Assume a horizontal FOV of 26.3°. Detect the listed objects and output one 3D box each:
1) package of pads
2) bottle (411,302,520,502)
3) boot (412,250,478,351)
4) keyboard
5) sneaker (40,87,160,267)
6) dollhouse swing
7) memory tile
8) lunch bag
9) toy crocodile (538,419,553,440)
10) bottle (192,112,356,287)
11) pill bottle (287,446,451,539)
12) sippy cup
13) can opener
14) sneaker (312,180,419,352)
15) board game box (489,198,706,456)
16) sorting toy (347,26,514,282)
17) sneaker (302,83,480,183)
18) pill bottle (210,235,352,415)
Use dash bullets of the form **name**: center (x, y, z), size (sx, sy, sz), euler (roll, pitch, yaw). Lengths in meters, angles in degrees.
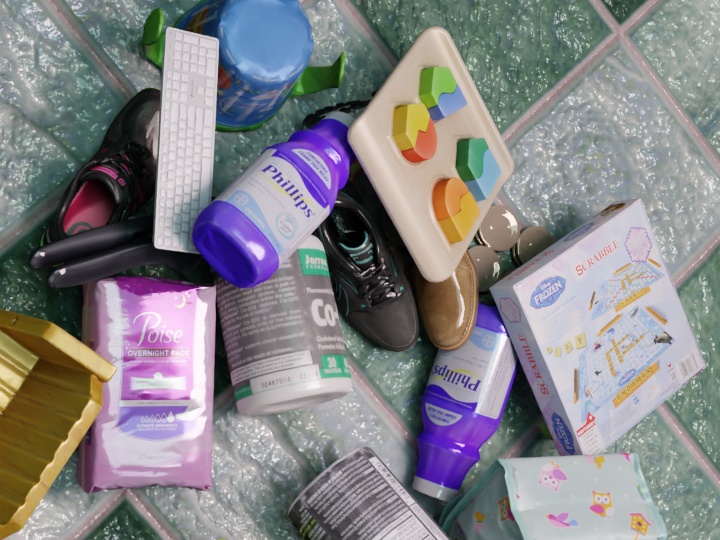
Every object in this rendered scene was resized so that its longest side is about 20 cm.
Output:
- **package of pads**: center (-0.197, 0.106, 1.428), size (0.120, 0.076, 0.201), euler (2, 88, -24)
- **bottle**: center (0.104, 0.132, 1.552), size (0.065, 0.083, 0.201), euler (21, 87, -48)
- **boot**: center (0.068, -0.019, 1.535), size (0.075, 0.073, 0.201), euler (13, 67, -55)
- **keyboard**: center (-0.156, -0.116, 1.385), size (0.056, 0.011, 0.201), euler (7, 82, -31)
- **sneaker**: center (-0.226, -0.085, 1.444), size (0.077, 0.084, 0.200), euler (30, 72, -9)
- **dollhouse swing**: center (-0.359, 0.108, 1.328), size (0.176, 0.182, 0.200), euler (45, 68, -33)
- **memory tile**: center (0.103, -0.012, 1.610), size (0.200, 0.017, 0.154), euler (30, 73, -17)
- **lunch bag**: center (0.174, 0.266, 1.514), size (0.170, 0.200, 0.122), euler (0, 57, -25)
- **toy crocodile**: center (0.226, 0.082, 1.619), size (0.062, 0.067, 0.201), euler (13, 78, -21)
- **bottle**: center (-0.066, -0.072, 1.402), size (0.084, 0.065, 0.200), euler (47, 53, -6)
- **pill bottle**: center (0.031, 0.273, 1.458), size (0.106, 0.106, 0.200), euler (-36, 75, -22)
- **sippy cup**: center (-0.110, -0.212, 1.487), size (0.178, 0.130, 0.140), euler (-28, 94, -24)
- **can opener**: center (-0.212, -0.025, 1.394), size (0.200, 0.063, 0.079), euler (-17, 132, -39)
- **sneaker**: center (0.000, 0.000, 1.516), size (0.075, 0.079, 0.200), euler (-31, 106, -2)
- **board game box**: center (0.244, 0.059, 1.561), size (0.200, 0.041, 0.200), euler (-31, 105, -33)
- **sorting toy**: center (0.079, -0.116, 1.493), size (0.185, 0.036, 0.200), euler (60, 41, -23)
- **sneaker**: center (0.037, -0.140, 1.576), size (0.200, 0.078, 0.091), euler (-20, 105, -22)
- **pill bottle**: center (-0.081, 0.030, 1.470), size (0.113, 0.113, 0.201), euler (-8, 79, -23)
